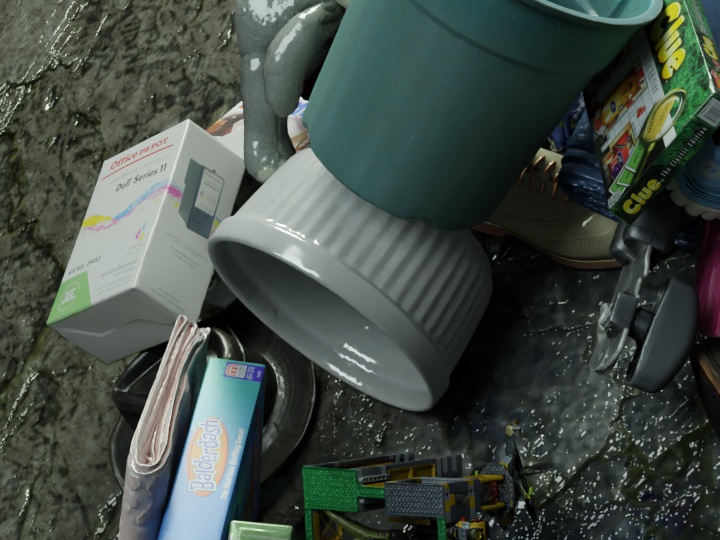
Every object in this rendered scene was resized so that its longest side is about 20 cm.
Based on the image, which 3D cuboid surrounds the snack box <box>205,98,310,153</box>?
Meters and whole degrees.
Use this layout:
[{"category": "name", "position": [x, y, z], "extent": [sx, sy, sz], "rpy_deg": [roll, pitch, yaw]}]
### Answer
[{"category": "snack box", "position": [-0.062, -0.109, 1.852], "extent": [0.072, 0.024, 0.200], "rpy_deg": [-40, 23, -20]}]

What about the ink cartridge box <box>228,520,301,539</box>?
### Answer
[{"category": "ink cartridge box", "position": [-0.075, 0.275, 1.575], "extent": [0.048, 0.146, 0.200], "rpy_deg": [6, 79, 3]}]

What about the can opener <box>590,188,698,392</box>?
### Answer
[{"category": "can opener", "position": [0.201, -0.016, 1.516], "extent": [0.053, 0.067, 0.200], "rpy_deg": [129, 165, -70]}]

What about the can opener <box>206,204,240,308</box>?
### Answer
[{"category": "can opener", "position": [-0.062, -0.051, 1.832], "extent": [0.200, 0.067, 0.053], "rpy_deg": [-43, 43, 9]}]

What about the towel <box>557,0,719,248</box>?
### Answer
[{"category": "towel", "position": [0.222, -0.120, 1.613], "extent": [0.112, 0.049, 0.200], "rpy_deg": [24, 73, 15]}]

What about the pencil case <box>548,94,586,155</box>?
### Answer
[{"category": "pencil case", "position": [0.137, -0.150, 1.723], "extent": [0.087, 0.078, 0.200], "rpy_deg": [-41, 42, -2]}]

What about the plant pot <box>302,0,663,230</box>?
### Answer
[{"category": "plant pot", "position": [0.068, -0.146, 1.554], "extent": [0.196, 0.200, 0.200], "rpy_deg": [-61, 36, 30]}]

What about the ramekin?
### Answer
[{"category": "ramekin", "position": [0.000, 0.000, 1.659], "extent": [0.200, 0.200, 0.105], "rpy_deg": [19, 66, 46]}]

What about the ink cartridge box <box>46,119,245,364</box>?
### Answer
[{"category": "ink cartridge box", "position": [-0.160, -0.038, 1.805], "extent": [0.117, 0.067, 0.200], "rpy_deg": [-22, 42, 44]}]

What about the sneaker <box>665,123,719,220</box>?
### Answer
[{"category": "sneaker", "position": [0.295, -0.073, 1.471], "extent": [0.090, 0.200, 0.079], "rpy_deg": [123, 140, -63]}]

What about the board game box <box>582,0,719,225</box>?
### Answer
[{"category": "board game box", "position": [0.188, -0.120, 1.506], "extent": [0.105, 0.023, 0.200], "rpy_deg": [-48, 22, 23]}]

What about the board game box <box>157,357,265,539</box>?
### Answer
[{"category": "board game box", "position": [-0.105, 0.183, 1.617], "extent": [0.045, 0.152, 0.200], "rpy_deg": [8, 41, 4]}]

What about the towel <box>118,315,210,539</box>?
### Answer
[{"category": "towel", "position": [-0.141, 0.162, 1.635], "extent": [0.032, 0.200, 0.191], "rpy_deg": [10, 33, 3]}]

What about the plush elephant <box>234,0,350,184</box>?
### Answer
[{"category": "plush elephant", "position": [-0.005, -0.183, 1.716], "extent": [0.155, 0.200, 0.165], "rpy_deg": [0, 28, 16]}]

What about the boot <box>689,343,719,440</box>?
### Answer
[{"category": "boot", "position": [0.283, 0.094, 1.462], "extent": [0.097, 0.075, 0.200], "rpy_deg": [-25, 36, -6]}]

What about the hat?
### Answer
[{"category": "hat", "position": [-0.133, 0.097, 1.783], "extent": [0.200, 0.081, 0.201], "rpy_deg": [-21, 52, 29]}]

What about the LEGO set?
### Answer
[{"category": "LEGO set", "position": [0.053, 0.187, 1.569], "extent": [0.200, 0.116, 0.154], "rpy_deg": [-15, 82, 50]}]

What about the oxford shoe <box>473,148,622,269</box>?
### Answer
[{"category": "oxford shoe", "position": [0.134, -0.052, 1.654], "extent": [0.200, 0.074, 0.071], "rpy_deg": [11, 68, 33]}]

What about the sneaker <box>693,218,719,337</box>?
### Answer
[{"category": "sneaker", "position": [0.281, 0.016, 1.496], "extent": [0.200, 0.088, 0.082], "rpy_deg": [-146, 64, -66]}]
